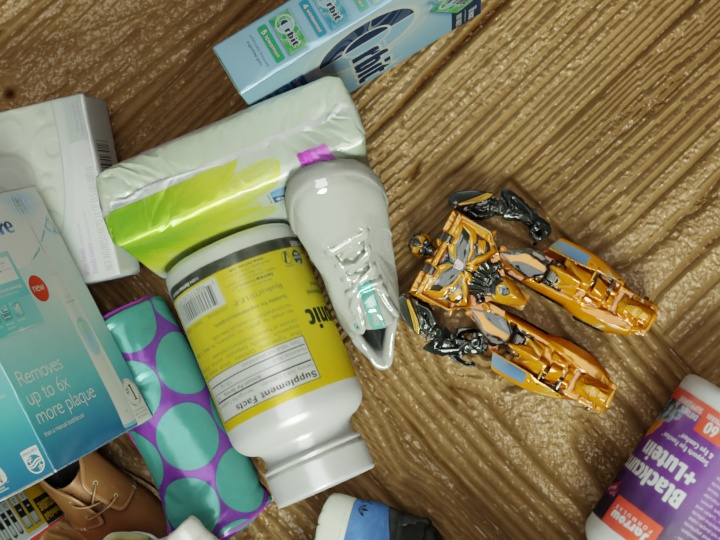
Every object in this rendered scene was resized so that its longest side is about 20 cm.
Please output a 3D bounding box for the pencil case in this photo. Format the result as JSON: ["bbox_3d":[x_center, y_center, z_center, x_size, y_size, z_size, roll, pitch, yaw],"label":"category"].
[{"bbox_3d":[-0.152,0.124,1.100,0.092,0.085,0.201,-30,89,-15],"label":"pencil case"}]

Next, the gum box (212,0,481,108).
[{"bbox_3d":[-0.002,-0.182,1.049,0.199,0.170,0.045,-32,83,1],"label":"gum box"}]

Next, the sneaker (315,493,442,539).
[{"bbox_3d":[0.010,0.286,1.092,0.110,0.077,0.201,10,84,12],"label":"sneaker"}]

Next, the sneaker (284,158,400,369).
[{"bbox_3d":[0.000,0.000,1.034,0.075,0.200,0.089,-20,53,1],"label":"sneaker"}]

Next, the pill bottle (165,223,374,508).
[{"bbox_3d":[-0.065,0.075,1.072,0.111,0.111,0.201,-23,82,2],"label":"pill bottle"}]

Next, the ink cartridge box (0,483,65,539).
[{"bbox_3d":[-0.299,0.189,1.046,0.084,0.200,0.176,-37,89,1],"label":"ink cartridge box"}]

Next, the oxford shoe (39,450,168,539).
[{"bbox_3d":[-0.211,0.183,1.109,0.200,0.071,0.071,44,89,-3],"label":"oxford shoe"}]

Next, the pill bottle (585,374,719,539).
[{"bbox_3d":[0.245,0.191,1.077,0.111,0.111,0.201,34,91,1],"label":"pill bottle"}]

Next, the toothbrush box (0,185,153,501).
[{"bbox_3d":[-0.256,0.051,0.998,0.085,0.146,0.201,-28,89,21],"label":"toothbrush box"}]

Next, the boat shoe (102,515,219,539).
[{"bbox_3d":[-0.175,0.231,1.066,0.199,0.071,0.070,-28,96,35],"label":"boat shoe"}]

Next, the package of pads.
[{"bbox_3d":[-0.090,-0.067,1.063,0.199,0.155,0.069,-22,80,-1],"label":"package of pads"}]

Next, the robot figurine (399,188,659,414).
[{"bbox_3d":[0.127,0.022,1.104,0.199,0.058,0.146,28,90,0],"label":"robot figurine"}]

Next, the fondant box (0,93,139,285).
[{"bbox_3d":[-0.289,-0.047,1.106,0.199,0.058,0.145,-12,90,9],"label":"fondant box"}]
